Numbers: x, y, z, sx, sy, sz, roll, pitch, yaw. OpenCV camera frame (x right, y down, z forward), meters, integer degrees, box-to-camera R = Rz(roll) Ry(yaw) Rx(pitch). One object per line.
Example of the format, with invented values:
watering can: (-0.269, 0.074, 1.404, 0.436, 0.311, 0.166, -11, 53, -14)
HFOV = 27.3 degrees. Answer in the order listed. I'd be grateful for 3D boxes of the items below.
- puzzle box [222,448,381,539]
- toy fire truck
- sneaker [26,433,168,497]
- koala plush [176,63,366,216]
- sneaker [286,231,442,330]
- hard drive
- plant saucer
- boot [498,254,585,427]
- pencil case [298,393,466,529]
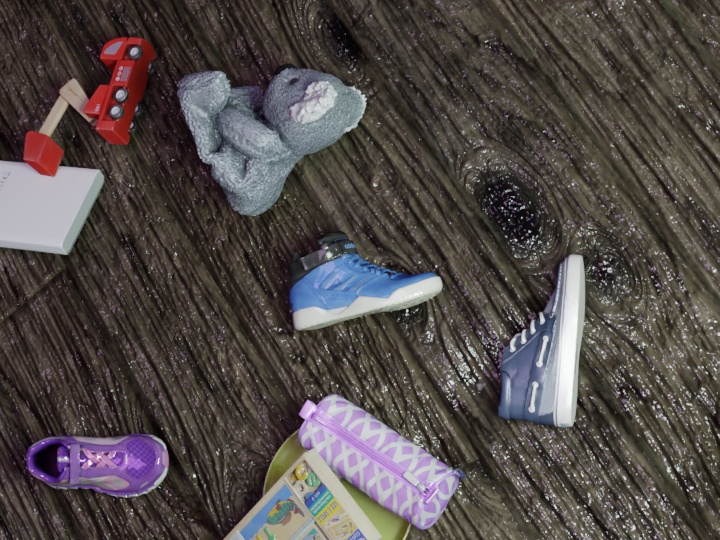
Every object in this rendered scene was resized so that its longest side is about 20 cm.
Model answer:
puzzle box: (-0.076, 0.323, 1.761, 0.133, 0.025, 0.200, 50, 121, 15)
toy fire truck: (-0.368, -0.226, 2.024, 0.140, 0.049, 0.202, 5, 70, 23)
sneaker: (-0.344, 0.245, 1.899, 0.198, 0.088, 0.081, -2, 75, 19)
koala plush: (-0.095, -0.183, 1.869, 0.198, 0.177, 0.186, -22, 82, 14)
sneaker: (-0.001, 0.000, 1.830, 0.198, 0.077, 0.113, -14, 82, 24)
hard drive: (-0.462, -0.089, 2.030, 0.198, 0.026, 0.133, 7, 57, 22)
plant saucer: (-0.023, 0.278, 1.800, 0.198, 0.031, 0.202, -5, 77, 20)
boot: (0.211, 0.079, 1.733, 0.089, 0.073, 0.202, 4, 80, 16)
pencil case: (0.020, 0.222, 1.734, 0.199, 0.085, 0.084, 30, 90, 25)
